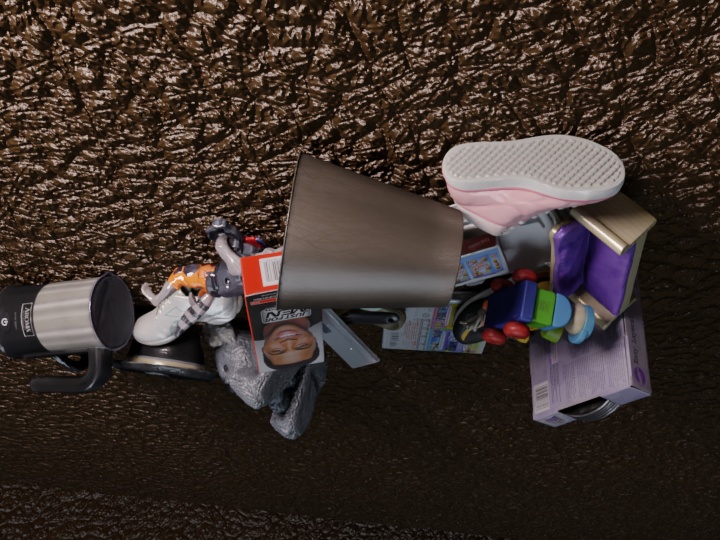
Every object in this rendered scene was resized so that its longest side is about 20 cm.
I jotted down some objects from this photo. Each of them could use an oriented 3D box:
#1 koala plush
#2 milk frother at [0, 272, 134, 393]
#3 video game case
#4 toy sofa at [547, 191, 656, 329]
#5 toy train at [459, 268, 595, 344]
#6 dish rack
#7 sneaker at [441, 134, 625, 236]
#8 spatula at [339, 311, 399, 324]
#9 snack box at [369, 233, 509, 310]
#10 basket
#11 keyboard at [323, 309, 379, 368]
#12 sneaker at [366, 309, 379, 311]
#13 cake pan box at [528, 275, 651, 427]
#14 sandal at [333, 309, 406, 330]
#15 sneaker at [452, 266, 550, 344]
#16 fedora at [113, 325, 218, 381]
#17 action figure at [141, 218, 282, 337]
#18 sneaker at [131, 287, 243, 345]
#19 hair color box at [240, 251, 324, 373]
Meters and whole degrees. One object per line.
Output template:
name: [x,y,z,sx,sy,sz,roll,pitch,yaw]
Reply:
koala plush: [-0.173,0.157,1.329,0.197,0.186,0.178,10,151,36]
milk frother: [-0.450,0.091,1.254,0.183,0.185,0.200,-5,-165,16]
video game case: [0.127,0.085,1.273,0.177,0.023,0.201,3,151,1]
toy sofa: [0.296,-0.005,0.967,0.097,0.083,0.201,-38,150,-12]
toy train: [0.222,0.066,1.044,0.113,0.087,0.200,16,166,-10]
dish rack: [0.183,-0.037,1.015,0.196,0.044,0.171,-14,147,28]
sneaker: [0.194,-0.091,0.874,0.195,0.077,0.105,3,149,17]
spatula: [-0.029,0.077,1.151,0.196,0.021,0.057,-9,131,28]
snack box: [0.089,0.003,0.995,0.196,0.025,0.072,-16,147,15]
basket: [0.012,-0.028,0.893,0.195,0.185,0.136,10,-178,-3]
keyboard: [-0.047,0.083,1.141,0.055,0.011,0.200,-13,132,37]
sneaker: [0.000,0.000,1.065,0.115,0.076,0.201,12,161,-3]
cake pan box: [0.321,0.110,1.105,0.051,0.204,0.184,19,146,-25]
sandal: [-0.026,0.062,1.194,0.195,0.055,0.081,18,151,-2]
sneaker: [0.213,0.073,1.134,0.069,0.092,0.199,30,131,-31]
fedora: [-0.328,0.132,1.309,0.195,0.094,0.201,7,169,1]
action figure: [-0.177,0.021,1.087,0.190,0.107,0.200,-22,149,20]
sneaker: [-0.285,0.055,1.217,0.196,0.071,0.081,-21,134,16]
hair color box: [-0.101,0.057,1.037,0.099,0.062,0.202,-10,146,-7]
